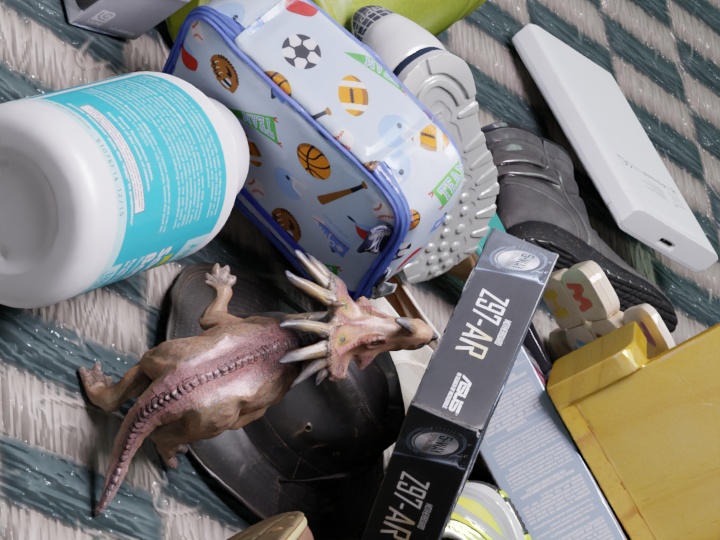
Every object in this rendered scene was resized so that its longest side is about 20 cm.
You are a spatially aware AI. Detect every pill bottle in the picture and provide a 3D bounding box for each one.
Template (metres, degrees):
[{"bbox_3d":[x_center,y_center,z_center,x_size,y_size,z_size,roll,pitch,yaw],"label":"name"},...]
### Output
[{"bbox_3d":[-0.141,-0.050,1.431,0.200,0.111,0.111,-22,85,-59],"label":"pill bottle"}]

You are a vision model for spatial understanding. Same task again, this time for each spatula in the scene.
[{"bbox_3d":[0.147,0.083,1.838,0.021,0.057,0.200,-33,88,-19],"label":"spatula"}]

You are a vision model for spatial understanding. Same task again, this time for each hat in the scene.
[{"bbox_3d":[-0.027,0.069,1.536,0.200,0.081,0.201,36,40,-37],"label":"hat"}]

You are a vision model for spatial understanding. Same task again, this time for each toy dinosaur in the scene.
[{"bbox_3d":[-0.069,0.053,1.403,0.200,0.135,0.086,-34,102,-31],"label":"toy dinosaur"}]

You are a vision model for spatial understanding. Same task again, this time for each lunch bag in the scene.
[{"bbox_3d":[-0.033,-0.073,1.547,0.200,0.160,0.075,47,58,8],"label":"lunch bag"}]

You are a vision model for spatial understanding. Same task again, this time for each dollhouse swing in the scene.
[{"bbox_3d":[0.245,0.114,1.665,0.201,0.175,0.182,59,9,-2],"label":"dollhouse swing"}]

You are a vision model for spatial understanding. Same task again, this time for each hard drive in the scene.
[{"bbox_3d":[0.200,-0.096,2.021,0.132,0.027,0.200,26,32,-50],"label":"hard drive"}]

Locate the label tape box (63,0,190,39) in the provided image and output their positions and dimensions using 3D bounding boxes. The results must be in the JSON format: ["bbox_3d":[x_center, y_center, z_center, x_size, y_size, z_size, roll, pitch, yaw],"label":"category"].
[{"bbox_3d":[-0.107,-0.252,1.557,0.066,0.200,0.144,10,58,-47],"label":"label tape box"}]

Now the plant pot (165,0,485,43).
[{"bbox_3d":[-0.028,-0.201,1.672,0.201,0.200,0.193,54,43,-14],"label":"plant pot"}]

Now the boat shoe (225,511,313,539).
[{"bbox_3d":[-0.075,0.204,1.370,0.068,0.072,0.200,58,36,-16],"label":"boat shoe"}]

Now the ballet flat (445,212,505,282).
[{"bbox_3d":[0.041,-0.052,1.736,0.068,0.072,0.200,-84,151,-46],"label":"ballet flat"}]

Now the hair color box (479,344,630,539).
[{"bbox_3d":[0.127,0.146,1.679,0.201,0.060,0.099,63,5,12],"label":"hair color box"}]

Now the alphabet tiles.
[{"bbox_3d":[0.191,0.087,1.793,0.015,0.196,0.201,-31,93,-17],"label":"alphabet tiles"}]

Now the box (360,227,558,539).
[{"bbox_3d":[0.048,0.099,1.495,0.043,0.200,0.160,23,43,5],"label":"box"}]

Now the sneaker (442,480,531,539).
[{"bbox_3d":[0.089,0.230,1.604,0.076,0.075,0.200,-13,67,-51],"label":"sneaker"}]

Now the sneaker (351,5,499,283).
[{"bbox_3d":[0.034,-0.078,1.619,0.076,0.201,0.080,-29,49,-24],"label":"sneaker"}]

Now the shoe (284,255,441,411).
[{"bbox_3d":[0.000,0.000,1.654,0.201,0.053,0.070,60,28,7],"label":"shoe"}]

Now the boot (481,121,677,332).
[{"bbox_3d":[0.165,-0.030,1.930,0.200,0.070,0.132,37,33,-43],"label":"boot"}]
